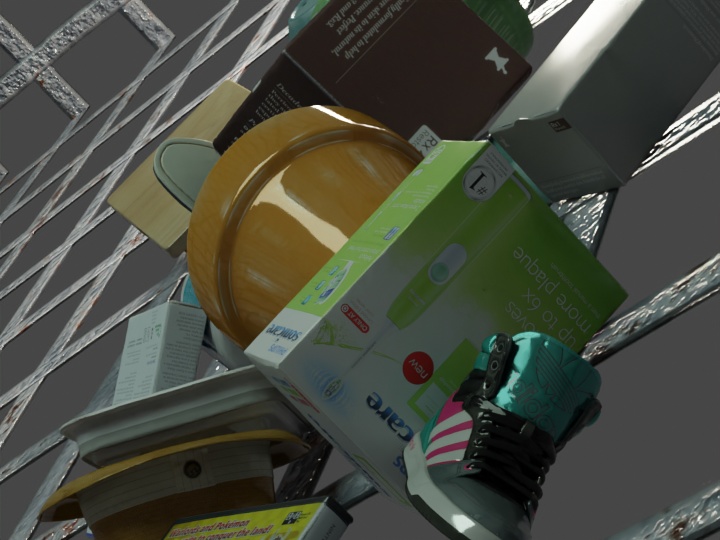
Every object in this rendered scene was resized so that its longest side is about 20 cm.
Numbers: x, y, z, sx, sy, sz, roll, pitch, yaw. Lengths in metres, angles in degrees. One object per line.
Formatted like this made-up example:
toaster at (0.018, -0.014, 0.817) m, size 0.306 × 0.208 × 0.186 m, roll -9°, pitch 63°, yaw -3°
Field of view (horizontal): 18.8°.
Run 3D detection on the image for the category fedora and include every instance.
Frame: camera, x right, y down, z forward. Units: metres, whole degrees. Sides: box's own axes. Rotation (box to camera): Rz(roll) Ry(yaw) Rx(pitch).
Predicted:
fedora at (-0.124, 0.173, 1.526) m, size 0.200 × 0.082 × 0.201 m, roll -15°, pitch -12°, yaw -3°

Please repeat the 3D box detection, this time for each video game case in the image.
video game case at (-0.109, 0.220, 1.328) m, size 0.200 × 0.026 × 0.181 m, roll -17°, pitch 32°, yaw 56°

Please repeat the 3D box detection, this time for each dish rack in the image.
dish rack at (-0.119, 0.122, 1.603) m, size 0.171 × 0.044 × 0.200 m, roll -17°, pitch -13°, yaw 3°

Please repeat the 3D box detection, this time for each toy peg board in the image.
toy peg board at (-0.152, -0.091, 2.420) m, size 0.200 × 0.098 × 0.199 m, roll -46°, pitch 31°, yaw -6°

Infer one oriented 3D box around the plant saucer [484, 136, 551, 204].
plant saucer at (0.088, -0.052, 1.748) m, size 0.200 × 0.036 × 0.200 m, roll -40°, pitch 16°, yaw 14°

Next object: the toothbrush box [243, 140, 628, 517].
toothbrush box at (0.049, 0.035, 1.406) m, size 0.200 × 0.146 × 0.086 m, roll -46°, pitch 16°, yaw -10°

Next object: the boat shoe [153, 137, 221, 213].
boat shoe at (-0.098, -0.054, 1.934) m, size 0.062 × 0.199 × 0.075 m, roll -35°, pitch 35°, yaw 65°

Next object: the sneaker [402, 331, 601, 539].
sneaker at (0.091, 0.099, 1.261) m, size 0.121 × 0.084 × 0.200 m, roll -52°, pitch 13°, yaw 7°

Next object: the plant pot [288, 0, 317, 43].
plant pot at (0.002, -0.249, 2.310) m, size 0.200 × 0.135 × 0.200 m, roll -40°, pitch 16°, yaw 14°

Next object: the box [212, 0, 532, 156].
box at (0.007, -0.138, 1.855) m, size 0.166 × 0.164 × 0.200 m, roll -47°, pitch 1°, yaw -30°

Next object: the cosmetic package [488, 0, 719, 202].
cosmetic package at (0.200, -0.152, 1.636) m, size 0.200 × 0.090 × 0.107 m, roll -53°, pitch 17°, yaw -19°

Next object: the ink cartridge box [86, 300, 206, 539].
ink cartridge box at (-0.180, 0.132, 1.825) m, size 0.196 × 0.043 × 0.201 m, roll 164°, pitch 117°, yaw -74°

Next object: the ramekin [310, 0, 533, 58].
ramekin at (0.051, -0.221, 2.005) m, size 0.098 × 0.200 × 0.200 m, roll -57°, pitch 19°, yaw -18°

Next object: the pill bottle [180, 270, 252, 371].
pill bottle at (-0.091, 0.031, 1.846) m, size 0.111 × 0.111 × 0.200 m, roll -46°, pitch 16°, yaw -6°

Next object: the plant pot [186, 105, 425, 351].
plant pot at (0.000, 0.000, 1.574) m, size 0.200 × 0.200 × 0.183 m, roll -46°, pitch 33°, yaw -6°
